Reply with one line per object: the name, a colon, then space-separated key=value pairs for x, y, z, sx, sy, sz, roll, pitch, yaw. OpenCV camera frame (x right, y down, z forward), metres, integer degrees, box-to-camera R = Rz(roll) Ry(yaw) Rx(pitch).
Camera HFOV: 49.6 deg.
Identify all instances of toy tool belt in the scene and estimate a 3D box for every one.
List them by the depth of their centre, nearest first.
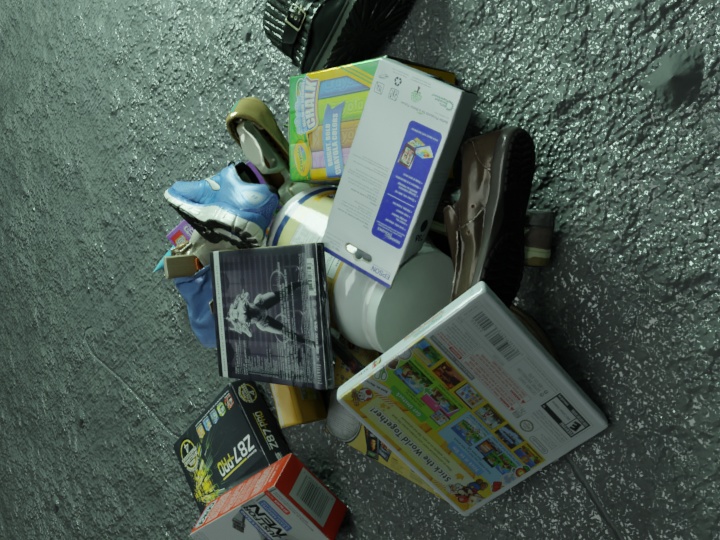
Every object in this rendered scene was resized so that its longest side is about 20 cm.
toy tool belt: x=-0.189 y=0.048 z=1.031 sx=0.124 sy=0.123 sz=0.202 roll=-6 pitch=115 yaw=31

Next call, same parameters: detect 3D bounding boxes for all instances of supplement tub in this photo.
supplement tub: x=0.000 y=0.000 z=0.875 sx=0.199 sy=0.143 sz=0.146 roll=31 pitch=113 yaw=43

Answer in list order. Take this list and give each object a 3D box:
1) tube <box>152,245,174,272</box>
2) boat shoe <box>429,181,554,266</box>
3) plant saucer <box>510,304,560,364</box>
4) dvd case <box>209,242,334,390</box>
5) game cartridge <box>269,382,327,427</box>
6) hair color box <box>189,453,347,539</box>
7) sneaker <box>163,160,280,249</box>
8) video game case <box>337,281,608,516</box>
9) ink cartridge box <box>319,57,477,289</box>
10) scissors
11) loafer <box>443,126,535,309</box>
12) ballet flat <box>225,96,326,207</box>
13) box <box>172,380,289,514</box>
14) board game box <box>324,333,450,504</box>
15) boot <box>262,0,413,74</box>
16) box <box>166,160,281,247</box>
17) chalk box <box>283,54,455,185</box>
tube: x=-0.238 y=-0.053 z=1.166 sx=0.199 sy=0.078 sz=0.051 roll=-24 pitch=109 yaw=40
boat shoe: x=0.117 y=-0.062 z=0.826 sx=0.200 sy=0.071 sz=0.067 roll=25 pitch=103 yaw=35
plant saucer: x=0.128 y=0.129 z=0.848 sx=0.199 sy=0.029 sz=0.203 roll=2 pitch=93 yaw=44
dvd case: x=-0.102 y=0.049 z=0.859 sx=0.199 sy=0.016 sz=0.151 roll=-3 pitch=93 yaw=46
game cartridge: x=-0.090 y=0.091 z=0.970 sx=0.032 sy=0.176 sz=0.202 roll=-14 pitch=80 yaw=4
hair color box: x=-0.125 y=0.334 z=1.036 sx=0.111 sy=0.064 sz=0.200 roll=45 pitch=127 yaw=-10
sneaker: x=-0.163 y=-0.084 z=0.947 sx=0.199 sy=0.079 sz=0.090 roll=18 pitch=67 yaw=44
video game case: x=0.108 y=0.132 z=0.752 sx=0.181 sy=0.200 sz=0.023 roll=-38 pitch=21 yaw=19
ink cartridge box: x=0.033 y=-0.093 z=0.761 sx=0.099 sy=0.039 sz=0.202 roll=30 pitch=110 yaw=27
scissors: x=0.004 y=0.109 z=0.862 sx=0.073 sy=0.014 sz=0.201 roll=-43 pitch=75 yaw=43
loafer: x=0.117 y=-0.037 z=0.751 sx=0.071 sy=0.073 sz=0.203 roll=16 pitch=97 yaw=42
ballet flat: x=-0.099 y=-0.116 z=0.954 sx=0.068 sy=0.063 sz=0.201 roll=-30 pitch=104 yaw=29
box: x=-0.188 y=0.277 z=1.141 sx=0.200 sy=0.049 sz=0.162 roll=-45 pitch=67 yaw=36
board game box: x=0.046 y=0.155 z=0.884 sx=0.199 sy=0.034 sz=0.137 roll=20 pitch=106 yaw=42
boot: x=-0.034 y=-0.328 z=0.946 sx=0.211 sy=0.079 sz=0.159 roll=-49 pitch=56 yaw=29
box: x=-0.162 y=-0.047 z=1.064 sx=0.199 sy=0.039 sz=0.137 roll=-33 pitch=100 yaw=38
chalk box: x=-0.004 y=-0.160 z=0.895 sx=0.199 sy=0.124 sz=0.126 roll=1 pitch=93 yaw=44
